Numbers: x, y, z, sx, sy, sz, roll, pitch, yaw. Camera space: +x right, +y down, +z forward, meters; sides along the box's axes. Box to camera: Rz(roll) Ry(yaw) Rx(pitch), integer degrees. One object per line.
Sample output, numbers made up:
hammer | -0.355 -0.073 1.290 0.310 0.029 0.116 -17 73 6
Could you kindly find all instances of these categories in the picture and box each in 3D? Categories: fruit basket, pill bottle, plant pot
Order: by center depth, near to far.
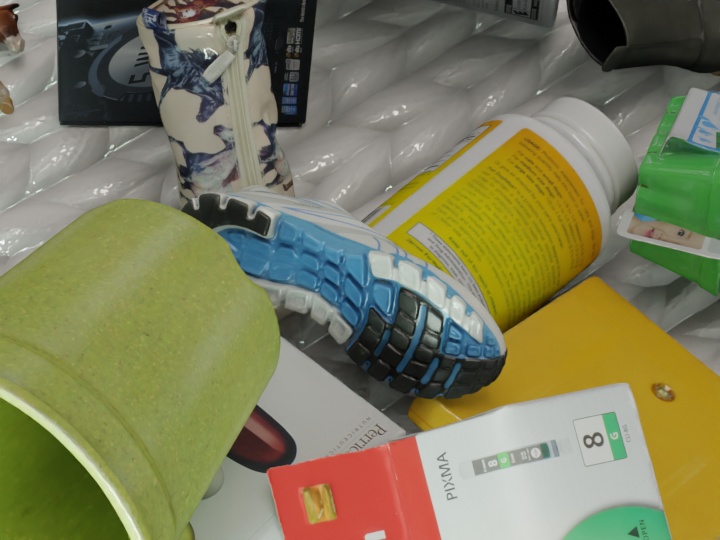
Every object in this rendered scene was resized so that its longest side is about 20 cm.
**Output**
plant pot | -0.139 0.067 1.433 0.200 0.201 0.184 28 47 14
pill bottle | 0.075 -0.020 1.729 0.109 0.109 0.200 40 61 21
fruit basket | 0.270 -0.049 1.744 0.200 0.094 0.185 6 29 16

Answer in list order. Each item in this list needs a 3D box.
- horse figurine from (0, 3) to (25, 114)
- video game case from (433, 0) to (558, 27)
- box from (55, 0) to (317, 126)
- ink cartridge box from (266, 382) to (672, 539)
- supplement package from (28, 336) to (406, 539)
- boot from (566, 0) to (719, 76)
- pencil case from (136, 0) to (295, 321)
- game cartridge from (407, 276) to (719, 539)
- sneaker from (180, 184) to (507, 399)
horse figurine | -0.300 -0.116 1.792 0.200 0.050 0.133 -15 45 -8
video game case | 0.040 -0.207 1.811 0.182 0.200 0.023 13 81 4
box | -0.107 -0.167 1.759 0.160 0.200 0.044 1 54 -6
ink cartridge box | 0.067 0.155 1.498 0.200 0.050 0.161 -10 79 -23
supplement package | -0.113 0.126 1.583 0.200 0.147 0.191 36 59 20
boot | 0.167 -0.210 1.863 0.138 0.078 0.200 -6 50 -40
pencil case | -0.077 -0.071 1.702 0.078 0.200 0.089 -13 19 -7
game cartridge | 0.146 0.096 1.649 0.176 0.032 0.200 40 38 16
sneaker | 0.000 0.000 1.610 0.200 0.075 0.087 29 27 13
